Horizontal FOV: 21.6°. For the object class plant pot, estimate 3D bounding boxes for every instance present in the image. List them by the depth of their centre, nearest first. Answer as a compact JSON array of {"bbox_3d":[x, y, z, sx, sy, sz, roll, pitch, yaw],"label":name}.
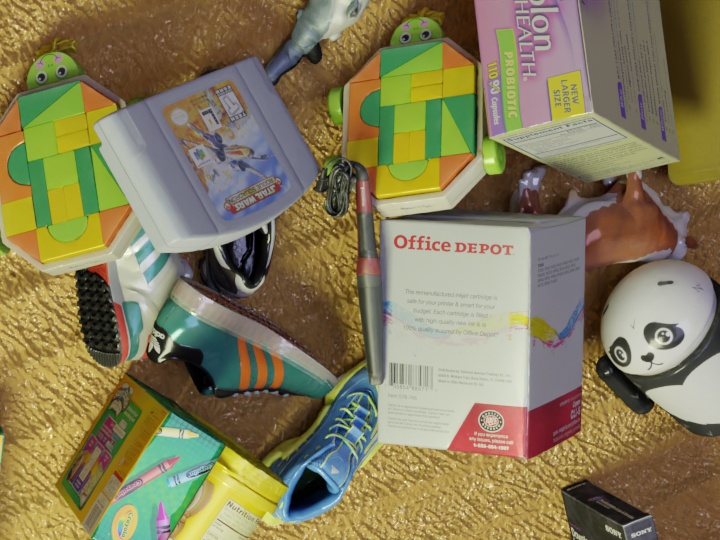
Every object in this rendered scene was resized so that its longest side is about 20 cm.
[{"bbox_3d":[0.408,-0.184,1.732,0.199,0.176,0.201,-10,100,-26],"label":"plant pot"}]

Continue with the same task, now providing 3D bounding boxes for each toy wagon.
[{"bbox_3d":[-0.246,-0.100,1.560,0.155,0.040,0.201,-14,77,14],"label":"toy wagon"},{"bbox_3d":[0.046,-0.144,1.642,0.155,0.040,0.201,-7,65,18],"label":"toy wagon"}]

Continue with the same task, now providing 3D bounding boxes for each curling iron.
[{"bbox_3d":[0.000,0.000,1.610,0.026,0.049,0.201,-25,107,-48],"label":"curling iron"}]

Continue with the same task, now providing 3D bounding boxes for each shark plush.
[{"bbox_3d":[-0.029,-0.255,1.665,0.083,0.091,0.200,31,107,-1],"label":"shark plush"}]

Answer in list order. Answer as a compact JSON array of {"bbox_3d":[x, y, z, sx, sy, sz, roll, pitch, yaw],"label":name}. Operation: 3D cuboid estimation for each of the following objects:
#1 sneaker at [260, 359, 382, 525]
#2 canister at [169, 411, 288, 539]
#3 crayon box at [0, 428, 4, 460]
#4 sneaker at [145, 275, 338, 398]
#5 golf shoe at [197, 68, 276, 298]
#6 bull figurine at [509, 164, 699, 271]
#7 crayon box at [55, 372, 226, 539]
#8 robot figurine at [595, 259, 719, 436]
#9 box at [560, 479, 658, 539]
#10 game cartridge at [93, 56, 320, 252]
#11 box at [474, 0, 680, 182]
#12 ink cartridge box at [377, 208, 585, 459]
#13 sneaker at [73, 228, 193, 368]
[{"bbox_3d":[-0.011,0.157,1.679,0.200,0.105,0.076,-46,109,-8],"label":"sneaker"},{"bbox_3d":[-0.162,0.234,1.615,0.086,0.148,0.200,36,86,-20],"label":"canister"},{"bbox_3d":[-0.370,0.223,1.579,0.118,0.058,0.201,6,94,-20],"label":"crayon box"},{"bbox_3d":[-0.106,0.077,1.643,0.200,0.071,0.080,32,94,-40],"label":"sneaker"},{"bbox_3d":[-0.102,-0.075,1.626,0.077,0.094,0.201,-9,98,-17],"label":"golf shoe"},{"bbox_3d":[0.225,-0.051,1.759,0.199,0.065,0.122,-16,95,-23],"label":"bull figurine"},{"bbox_3d":[-0.186,0.162,1.568,0.058,0.200,0.119,33,86,-18],"label":"crayon box"},{"bbox_3d":[0.313,0.078,1.766,0.200,0.125,0.150,40,87,-28],"label":"robot figurine"},{"bbox_3d":[0.249,0.307,1.769,0.036,0.143,0.201,-16,101,-16],"label":"box"},{"bbox_3d":[-0.118,-0.092,1.549,0.200,0.042,0.133,-31,88,-50],"label":"game cartridge"},{"bbox_3d":[0.187,-0.186,1.632,0.200,0.096,0.177,16,65,-59],"label":"box"},{"bbox_3d":[0.108,0.049,1.660,0.145,0.145,0.201,-13,106,-62],"label":"ink cartridge box"},{"bbox_3d":[-0.194,-0.020,1.625,0.093,0.070,0.201,-7,94,-41],"label":"sneaker"}]
